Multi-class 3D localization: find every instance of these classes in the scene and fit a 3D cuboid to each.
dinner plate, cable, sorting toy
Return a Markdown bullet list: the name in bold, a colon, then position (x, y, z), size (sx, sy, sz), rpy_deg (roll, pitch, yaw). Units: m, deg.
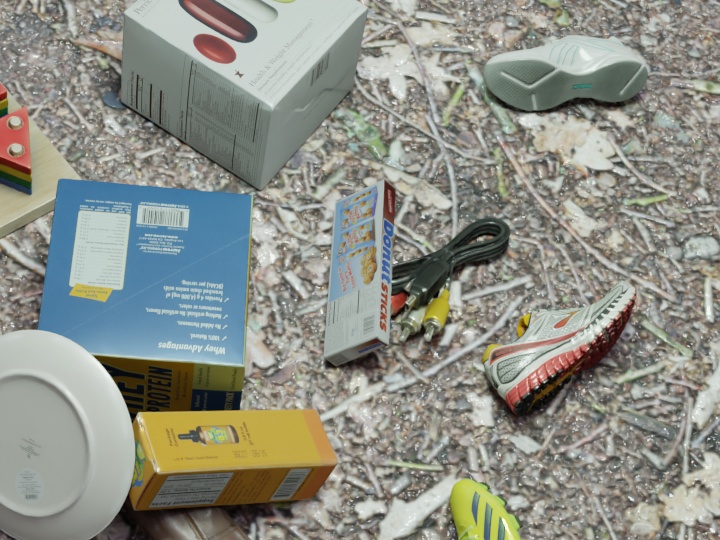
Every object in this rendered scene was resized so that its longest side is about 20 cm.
- **dinner plate**: position (-0.295, 0.155, 1.408), size (0.199, 0.202, 0.024), rpy_deg (33, 20, 14)
- **cable**: position (0.082, 0.004, 1.670), size (0.096, 0.051, 0.200), rpy_deg (21, 40, 26)
- **sorting toy**: position (-0.429, -0.124, 1.644), size (0.199, 0.070, 0.199), rpy_deg (-31, 66, -27)

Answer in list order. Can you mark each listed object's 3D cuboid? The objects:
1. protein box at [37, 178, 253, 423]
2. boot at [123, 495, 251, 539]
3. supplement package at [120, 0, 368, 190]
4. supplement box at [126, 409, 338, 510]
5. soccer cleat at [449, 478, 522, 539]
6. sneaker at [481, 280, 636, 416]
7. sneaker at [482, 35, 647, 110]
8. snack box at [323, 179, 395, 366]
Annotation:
- **protein box**: position (-0.209, 0.037, 1.526), size (0.196, 0.136, 0.202), rpy_deg (4, 55, -6)
- **boot**: position (-0.196, 0.247, 1.426), size (0.185, 0.064, 0.201), rpy_deg (-21, 64, -37)
- **supplement package**: position (-0.130, -0.239, 1.725), size (0.199, 0.148, 0.192), rpy_deg (32, 56, 12)
- **supplement box**: position (-0.123, 0.174, 1.445), size (0.198, 0.069, 0.067), rpy_deg (5, 46, -37)
- **soccer cleat**: position (0.122, 0.285, 1.453), size (0.083, 0.065, 0.202), rpy_deg (-17, 60, -17)
- **sneaker**: position (0.209, 0.063, 1.614), size (0.199, 0.078, 0.082), rpy_deg (-32, 64, -27)
- **sneaker**: position (0.235, -0.238, 1.842), size (0.197, 0.071, 0.081), rpy_deg (-3, 40, -15)
- **snack box**: position (0.000, 0.000, 1.629), size (0.024, 0.071, 0.202), rpy_deg (36, 43, -37)
